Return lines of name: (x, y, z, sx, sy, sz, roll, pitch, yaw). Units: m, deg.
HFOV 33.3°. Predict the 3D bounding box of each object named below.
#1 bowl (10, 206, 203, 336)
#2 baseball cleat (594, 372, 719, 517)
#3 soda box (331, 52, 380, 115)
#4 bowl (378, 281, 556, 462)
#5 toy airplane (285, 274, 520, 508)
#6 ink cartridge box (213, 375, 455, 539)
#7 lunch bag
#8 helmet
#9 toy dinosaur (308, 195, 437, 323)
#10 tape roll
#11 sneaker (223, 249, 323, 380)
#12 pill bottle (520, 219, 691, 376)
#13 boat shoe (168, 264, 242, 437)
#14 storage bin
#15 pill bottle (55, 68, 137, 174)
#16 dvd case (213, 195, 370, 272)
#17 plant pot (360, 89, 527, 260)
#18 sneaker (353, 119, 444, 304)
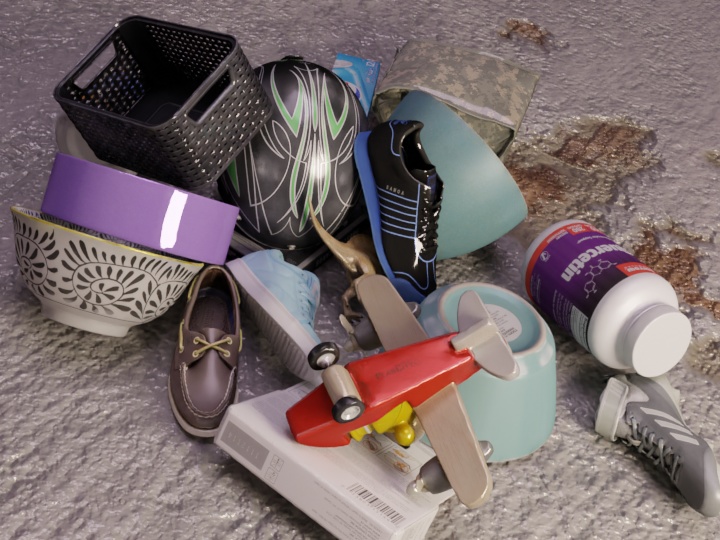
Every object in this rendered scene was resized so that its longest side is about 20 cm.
bowl: (-0.264, 0.009, 1.202, 0.199, 0.095, 0.201, 16, 0, 0)
baseball cleat: (0.299, 0.179, 1.232, 0.105, 0.070, 0.201, -1, 31, -9)
soda box: (-0.021, -0.204, 1.579, 0.063, 0.068, 0.201, 13, 39, -1)
bowl: (0.120, 0.087, 1.237, 0.199, 0.106, 0.202, 10, 37, -7)
toy airplane: (0.052, 0.108, 1.119, 0.197, 0.142, 0.201, 17, 54, 15)
ink cartridge box: (-0.012, 0.182, 1.141, 0.199, 0.045, 0.176, 34, 20, 22)
lunch bag: (0.119, -0.222, 1.606, 0.198, 0.118, 0.165, 23, 40, 4)
helmet: (-0.077, -0.133, 1.355, 0.198, 0.202, 0.191, 1, 26, -16)
toy dinosaur: (0.000, 0.000, 1.321, 0.199, 0.058, 0.102, 25, 51, -37)
tape roll: (-0.231, -0.065, 1.266, 0.198, 0.066, 0.200, 17, 2, -1)
sneaker: (-0.071, 0.032, 1.248, 0.081, 0.074, 0.200, -27, 44, -15)
pill bottle: (0.270, 0.032, 1.322, 0.111, 0.114, 0.200, -8, 30, -25)
boat shoe: (-0.153, 0.077, 1.208, 0.071, 0.060, 0.201, 7, 39, -9)
storage bin: (-0.207, -0.178, 1.261, 0.199, 0.094, 0.136, 19, 62, 40)
pill bottle: (-0.267, -0.191, 1.454, 0.111, 0.113, 0.200, 25, 39, 13)
dvd case: (-0.089, -0.061, 1.423, 0.150, 0.025, 0.200, 31, 42, 18)
plant pot: (0.078, -0.089, 1.403, 0.135, 0.200, 0.200, -43, 59, -6)
sneaker: (0.056, -0.062, 1.291, 0.077, 0.202, 0.070, -13, 9, 35)
